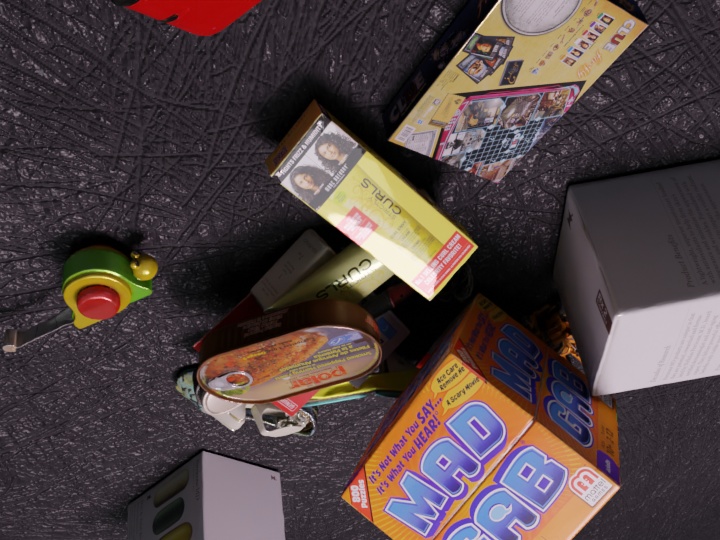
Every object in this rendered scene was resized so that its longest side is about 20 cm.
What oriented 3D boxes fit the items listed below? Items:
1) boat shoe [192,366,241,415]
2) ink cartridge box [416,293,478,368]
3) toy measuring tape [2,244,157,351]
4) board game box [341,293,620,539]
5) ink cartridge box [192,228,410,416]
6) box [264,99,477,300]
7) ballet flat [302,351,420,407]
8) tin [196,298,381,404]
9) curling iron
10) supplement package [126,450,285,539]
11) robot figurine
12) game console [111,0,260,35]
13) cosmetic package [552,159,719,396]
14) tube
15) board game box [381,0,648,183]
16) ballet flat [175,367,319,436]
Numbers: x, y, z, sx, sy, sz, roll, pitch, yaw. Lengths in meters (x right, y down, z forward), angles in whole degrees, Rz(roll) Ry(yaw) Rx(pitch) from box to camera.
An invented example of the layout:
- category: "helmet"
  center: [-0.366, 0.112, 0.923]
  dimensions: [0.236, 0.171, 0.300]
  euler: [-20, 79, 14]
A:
- category: "boat shoe"
  center: [-0.103, 0.103, 0.992]
  dimensions: [0.197, 0.057, 0.068]
  euler: [-21, 130, -20]
- category: "ink cartridge box"
  center: [0.151, 0.145, 1.051]
  dimensions: [0.159, 0.047, 0.201]
  euler: [37, 131, 2]
- category: "toy measuring tape"
  center: [-0.291, 0.024, 0.841]
  dimensions: [0.197, 0.075, 0.074]
  euler: [-22, 141, 13]
- category: "board game box"
  center: [0.133, 0.187, 0.902]
  dimensions: [0.199, 0.200, 0.201]
  euler: [37, 111, 4]
- category: "ink cartridge box"
  center: [-0.057, 0.076, 0.929]
  dimensions: [0.176, 0.045, 0.200]
  euler: [-45, 137, 0]
- category: "box"
  center: [0.012, -0.060, 0.768]
  dimensions: [0.199, 0.050, 0.075]
  euler: [38, 102, -26]
- category: "ballet flat"
  center: [0.013, 0.130, 1.052]
  dimensions: [0.196, 0.069, 0.067]
  euler: [-2, 173, -7]
- category: "tin"
  center: [-0.073, 0.084, 0.858]
  dimensions: [0.197, 0.042, 0.112]
  euler: [-17, 137, 18]
- category: "curling iron"
  center: [0.040, 0.037, 0.914]
  dimensions: [0.197, 0.050, 0.026]
  euler: [-22, 169, -19]
- category: "supplement package"
  center: [-0.230, 0.391, 1.249]
  dimensions: [0.149, 0.154, 0.199]
  euler: [26, 129, -38]
- category: "robot figurine"
  center: [0.259, 0.109, 1.091]
  dimensions: [0.144, 0.059, 0.199]
  euler: [-32, 138, 23]
- category: "game console"
  center: [-0.096, -0.272, 0.557]
  dimensions: [0.198, 0.120, 0.172]
  euler: [-29, 170, 22]
- category: "cosmetic package"
  center: [0.324, 0.008, 0.893]
  dimensions: [0.196, 0.167, 0.166]
  euler: [-9, 143, 0]
- category: "tube"
  center: [0.000, 0.000, 0.849]
  dimensions: [0.199, 0.052, 0.058]
  euler: [-37, 95, 5]
- category: "board game box"
  center: [0.127, -0.170, 0.726]
  dimensions: [0.134, 0.035, 0.200]
  euler: [16, 135, -30]
- category: "ballet flat"
  center: [-0.136, 0.171, 1.065]
  dimensions: [0.197, 0.075, 0.074]
  euler: [13, 137, -27]
